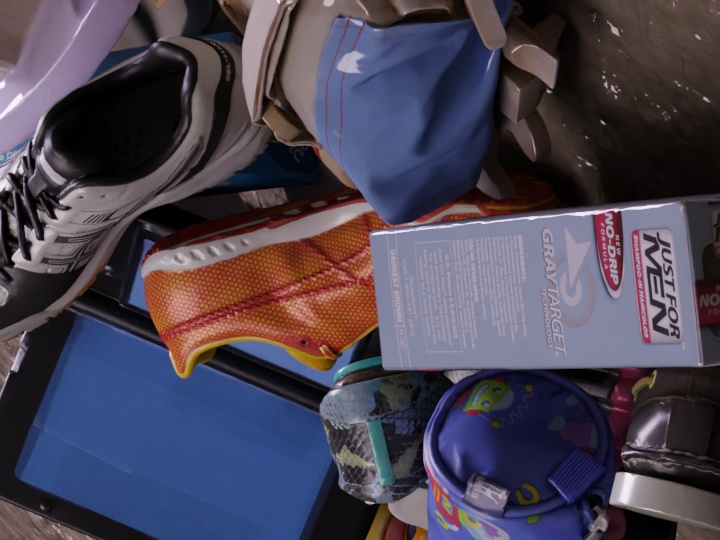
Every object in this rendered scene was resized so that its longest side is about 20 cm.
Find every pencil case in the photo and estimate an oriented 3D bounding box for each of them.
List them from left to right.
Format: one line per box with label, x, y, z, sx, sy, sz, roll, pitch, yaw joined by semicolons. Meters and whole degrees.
pencil case;0.071;0.133;1.102;0.087;0.078;0.201;34;145;37

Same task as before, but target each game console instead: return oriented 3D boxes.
game console;-0.074;0.066;1.298;0.199;0.117;0.176;22;156;-2

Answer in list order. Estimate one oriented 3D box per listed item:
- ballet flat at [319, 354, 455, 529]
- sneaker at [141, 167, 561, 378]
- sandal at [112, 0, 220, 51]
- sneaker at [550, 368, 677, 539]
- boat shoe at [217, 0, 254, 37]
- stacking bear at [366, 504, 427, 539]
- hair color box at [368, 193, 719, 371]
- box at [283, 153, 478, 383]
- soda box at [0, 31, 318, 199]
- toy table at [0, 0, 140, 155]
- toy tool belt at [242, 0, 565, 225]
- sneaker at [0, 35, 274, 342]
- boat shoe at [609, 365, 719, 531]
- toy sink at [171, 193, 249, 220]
ballet flat;0.028;0.081;1.177;0.074;0.074;0.200;43;-172;18
sneaker;0.000;0.000;1.195;0.199;0.073;0.078;-14;101;23
sandal;-0.115;-0.116;1.361;0.080;0.054;0.200;47;158;10
sneaker;0.113;0.077;1.190;0.079;0.095;0.202;20;119;33
boat shoe;-0.057;-0.162;1.151;0.069;0.074;0.201;10;135;50
stacking bear;0.035;0.161;1.435;0.113;0.122;0.200;20;155;-21
hair color box;0.099;0.004;1.025;0.199;0.098;0.061;-5;92;57
box;0.044;0.014;1.282;0.200;0.036;0.145;33;152;40
soda box;-0.116;-0.068;1.299;0.199;0.064;0.068;-5;84;38
toy table;-0.191;-0.135;1.225;0.117;0.185;0.200;23;133;-33
toy tool belt;0.021;-0.075;1.072;0.123;0.124;0.201;47;160;31
sneaker;-0.133;-0.042;1.191;0.076;0.200;0.088;55;-167;17
boat shoe;0.144;0.072;1.072;0.071;0.061;0.201;12;178;13
toy sink;-0.090;0.041;1.426;0.201;0.130;0.112;57;177;-17
